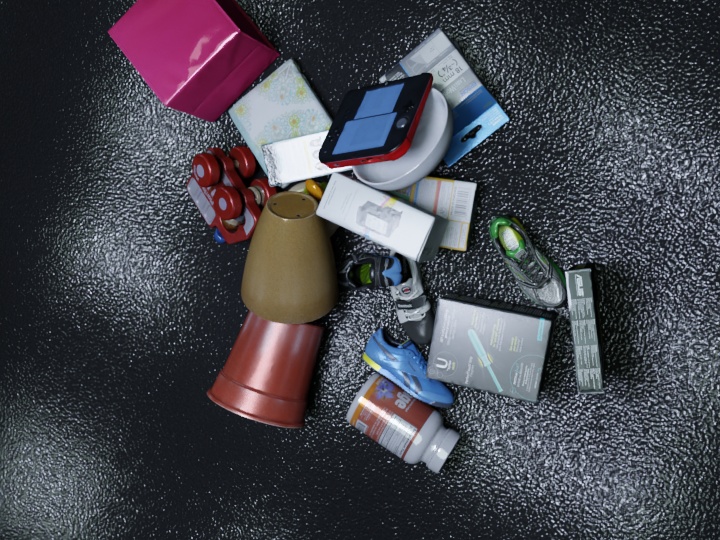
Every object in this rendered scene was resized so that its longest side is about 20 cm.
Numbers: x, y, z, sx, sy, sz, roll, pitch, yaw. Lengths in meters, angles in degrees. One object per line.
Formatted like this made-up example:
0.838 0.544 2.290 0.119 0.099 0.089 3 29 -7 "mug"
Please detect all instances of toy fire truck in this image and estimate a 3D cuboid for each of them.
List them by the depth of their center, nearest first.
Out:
-0.267 -0.141 1.526 0.200 0.112 0.168 56 137 14 "toy fire truck"

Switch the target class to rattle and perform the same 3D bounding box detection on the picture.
-0.140 -0.095 1.480 0.200 0.143 0.130 -19 102 12 "rattle"

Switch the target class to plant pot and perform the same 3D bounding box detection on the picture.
-0.128 -0.038 1.406 0.186 0.186 0.200 18 129 16 "plant pot"
-0.169 0.175 1.485 0.200 0.201 0.196 19 90 16 "plant pot"

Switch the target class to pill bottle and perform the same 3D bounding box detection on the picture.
0.083 0.289 1.442 0.200 0.112 0.112 32 102 13 "pill bottle"

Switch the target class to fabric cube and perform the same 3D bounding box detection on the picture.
-0.316 -0.438 1.483 0.199 0.200 0.196 -42 80 13 "fabric cube"

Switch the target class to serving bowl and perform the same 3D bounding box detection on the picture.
0.081 -0.218 1.326 0.200 0.066 0.200 -23 50 30 "serving bowl"

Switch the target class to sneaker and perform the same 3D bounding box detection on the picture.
0.293 -0.012 1.371 0.078 0.085 0.200 -41 82 15 "sneaker"
0.000 0.000 1.431 0.200 0.083 0.071 0 90 62 "sneaker"
0.088 0.046 1.440 0.074 0.088 0.200 -16 90 16 "sneaker"
0.099 0.183 1.454 0.200 0.066 0.079 33 105 14 "sneaker"

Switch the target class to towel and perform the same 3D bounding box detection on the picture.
-0.148 -0.287 1.518 0.171 0.048 0.200 -34 83 13 "towel"

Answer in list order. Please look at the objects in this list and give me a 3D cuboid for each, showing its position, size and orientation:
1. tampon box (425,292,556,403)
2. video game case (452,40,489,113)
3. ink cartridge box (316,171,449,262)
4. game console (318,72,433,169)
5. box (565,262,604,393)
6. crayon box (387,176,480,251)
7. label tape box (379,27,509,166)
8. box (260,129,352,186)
0.236 0.133 1.376 0.200 0.126 0.150 11 96 18 "tampon box"
0.122 -0.319 1.443 0.200 0.019 0.143 -26 85 18 "video game case"
0.044 -0.094 1.361 0.200 0.146 0.083 25 98 14 "ink cartridge box"
0.023 -0.261 1.336 0.200 0.031 0.177 0 62 41 "game console"
0.381 0.091 1.292 0.047 0.193 0.200 -6 91 17 "box"
0.115 -0.115 1.440 0.200 0.052 0.126 10 96 16 "crayon box"
0.152 -0.312 1.391 0.144 0.063 0.200 -38 81 17 "label tape box"
-0.081 -0.219 1.453 0.200 0.049 0.082 -10 99 11 "box"
